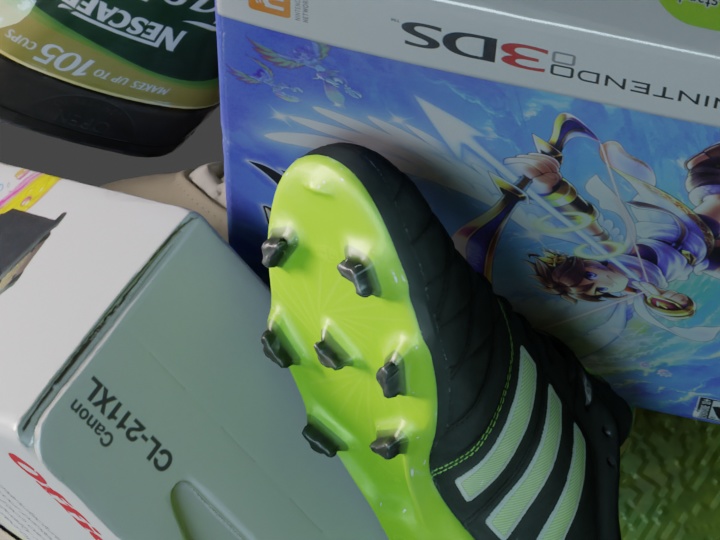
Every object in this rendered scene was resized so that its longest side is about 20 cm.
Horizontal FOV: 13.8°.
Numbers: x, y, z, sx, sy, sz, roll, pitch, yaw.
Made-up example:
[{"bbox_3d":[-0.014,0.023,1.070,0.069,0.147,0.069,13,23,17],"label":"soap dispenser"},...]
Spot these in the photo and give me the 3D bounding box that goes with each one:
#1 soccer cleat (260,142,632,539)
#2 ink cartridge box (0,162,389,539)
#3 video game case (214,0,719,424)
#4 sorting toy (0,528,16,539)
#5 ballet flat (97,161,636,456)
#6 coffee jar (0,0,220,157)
[{"bbox_3d":[0.031,0.037,0.816,0.067,0.081,0.200,18,141,43],"label":"soccer cleat"},{"bbox_3d":[-0.081,0.044,0.899,0.200,0.083,0.146,14,151,53],"label":"ink cartridge box"},{"bbox_3d":[0.054,-0.028,0.797,0.181,0.046,0.200,13,152,6],"label":"video game case"},{"bbox_3d":[-0.115,0.163,0.963,0.200,0.070,0.199,33,154,14],"label":"sorting toy"},{"bbox_3d":[0.000,0.000,0.927,0.199,0.069,0.070,25,124,14],"label":"ballet flat"},{"bbox_3d":[-0.053,-0.122,0.861,0.104,0.086,0.200,13,134,-28],"label":"coffee jar"}]
